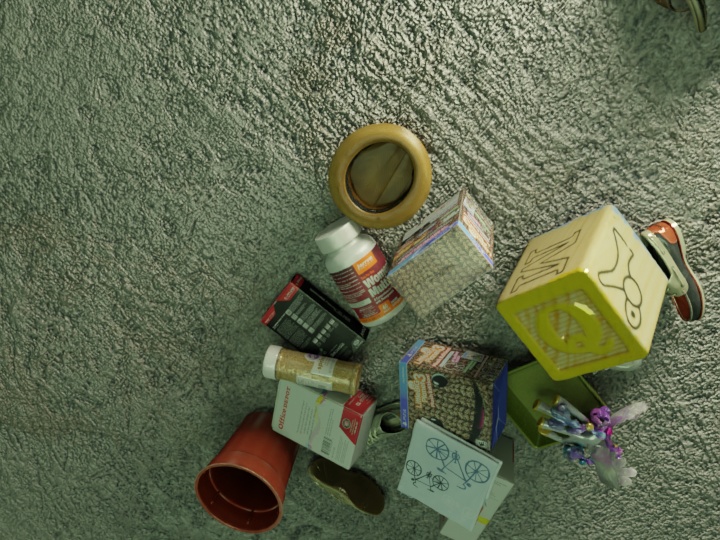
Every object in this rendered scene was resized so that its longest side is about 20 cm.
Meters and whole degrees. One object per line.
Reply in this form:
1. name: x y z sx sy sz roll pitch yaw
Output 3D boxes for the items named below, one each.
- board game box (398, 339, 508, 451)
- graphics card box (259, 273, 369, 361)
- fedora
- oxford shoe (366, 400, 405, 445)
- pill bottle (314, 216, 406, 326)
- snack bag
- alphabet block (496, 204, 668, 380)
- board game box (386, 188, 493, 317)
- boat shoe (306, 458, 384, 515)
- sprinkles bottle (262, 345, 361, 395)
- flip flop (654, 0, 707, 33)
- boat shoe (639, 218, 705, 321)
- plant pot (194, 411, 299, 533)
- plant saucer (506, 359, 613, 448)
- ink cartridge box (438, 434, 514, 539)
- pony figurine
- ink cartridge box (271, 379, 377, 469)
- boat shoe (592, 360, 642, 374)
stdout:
1. board game box: 0.187 0.248 1.427 0.198 0.097 0.161 9 117 28
2. graphics card box: -0.095 0.115 1.484 0.199 0.051 0.126 38 116 -5
3. fedora: 0.039 -0.179 1.307 0.198 0.082 0.203 4 114 9
4. oxford shoe: 0.027 0.349 1.559 0.199 0.058 0.075 -30 107 24
5. pill bottle: 0.000 0.000 1.380 0.109 0.110 0.201 -26 106 21
6. snack bag: 0.176 0.416 1.433 0.187 0.021 0.202 24 120 22
7. alphabet block: 0.388 0.040 1.236 0.196 0.200 0.196 49 137 -10
8. board game box: 0.149 -0.036 1.274 0.159 0.200 0.097 -37 102 24
9. boat shoe: -0.034 0.500 1.639 0.199 0.073 0.065 32 152 -8
10. sprinkles bottle: -0.099 0.206 1.462 0.198 0.068 0.069 11 115 9
11. flip flop: 0.474 -0.452 1.104 0.200 0.081 0.057 46 131 -9
12. boat shoe: 0.561 0.008 1.279 0.062 0.071 0.202 -27 103 -12
13. plant pot: -0.233 0.430 1.563 0.198 0.196 0.203 8 122 12
14. plant saucer: 0.380 0.252 1.426 0.199 0.048 0.200 -31 106 37
15. ink cartridge box: 0.248 0.460 1.513 0.083 0.145 0.201 24 117 -1
16. pony figurine: 0.435 0.306 1.329 0.199 0.193 0.168 28 72 1
17. ink cartridge box: -0.079 0.308 1.522 0.198 0.083 0.147 23 118 19
18. boat shoe: 0.451 0.153 1.366 0.200 0.086 0.075 26 117 0
